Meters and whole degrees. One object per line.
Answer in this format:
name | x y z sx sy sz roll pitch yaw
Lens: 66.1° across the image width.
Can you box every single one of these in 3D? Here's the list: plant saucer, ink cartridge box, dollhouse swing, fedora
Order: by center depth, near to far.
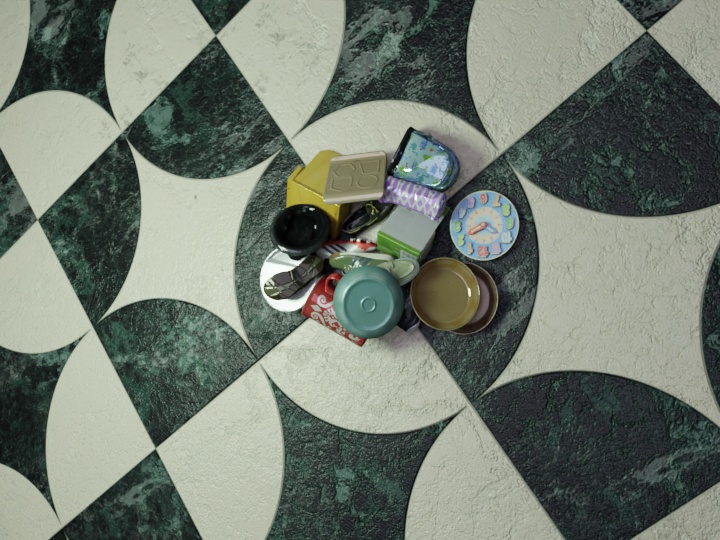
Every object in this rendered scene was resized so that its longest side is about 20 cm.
plant saucer | 0.022 0.090 1.498 0.194 0.036 0.206 0 99 2
plant saucer | 0.235 0.067 1.554 0.194 0.035 0.206 0 80 -1
plant saucer | 0.298 0.081 1.592 0.195 0.037 0.206 -2 84 18
ink cartridge box | 0.159 -0.126 1.643 0.146 0.076 0.201 27 61 18
fedora | -0.177 -0.101 1.652 0.195 0.093 0.204 1 52 -1
dollhouse swing | -0.105 -0.245 1.754 0.197 0.176 0.184 28 135 18

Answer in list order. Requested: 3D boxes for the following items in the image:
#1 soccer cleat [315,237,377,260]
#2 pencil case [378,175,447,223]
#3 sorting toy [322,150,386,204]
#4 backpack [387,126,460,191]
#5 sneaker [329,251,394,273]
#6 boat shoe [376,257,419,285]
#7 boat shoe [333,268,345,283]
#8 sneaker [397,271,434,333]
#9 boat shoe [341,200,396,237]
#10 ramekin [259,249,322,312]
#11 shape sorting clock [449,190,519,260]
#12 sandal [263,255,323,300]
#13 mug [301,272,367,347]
soccer cleat | -0.042 -0.055 1.690 0.194 0.069 0.088 0 98 9
pencil case | 0.156 -0.207 1.604 0.196 0.084 0.087 23 88 21
sorting toy | -0.013 -0.272 1.642 0.180 0.037 0.203 -5 48 11
backpack | 0.194 -0.311 1.615 0.197 0.154 0.166 29 95 3
sneaker | 0.000 0.000 1.612 0.195 0.067 0.092 1 66 10
boat shoe | 0.068 0.014 1.534 0.195 0.062 0.074 -18 78 9
boat shoe | -0.039 0.083 1.691 0.072 0.063 0.206 -24 77 18
sneaker | 0.137 0.075 1.602 0.111 0.075 0.204 19 95 -18
boat shoe | 0.028 -0.172 1.690 0.200 0.060 0.072 -37 75 12
ramekin | -0.209 0.027 1.734 0.197 0.094 0.208 -1 85 18
shape sorting clock | 0.354 -0.130 1.590 0.195 0.039 0.206 -2 85 18
sandal | -0.196 0.023 1.657 0.198 0.055 0.083 -35 82 -2
mug | -0.053 0.115 1.576 0.197 0.178 0.135 31 72 9
